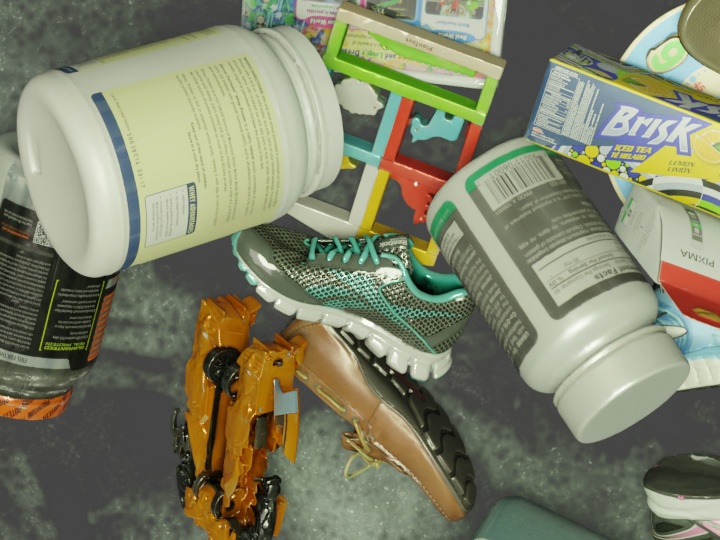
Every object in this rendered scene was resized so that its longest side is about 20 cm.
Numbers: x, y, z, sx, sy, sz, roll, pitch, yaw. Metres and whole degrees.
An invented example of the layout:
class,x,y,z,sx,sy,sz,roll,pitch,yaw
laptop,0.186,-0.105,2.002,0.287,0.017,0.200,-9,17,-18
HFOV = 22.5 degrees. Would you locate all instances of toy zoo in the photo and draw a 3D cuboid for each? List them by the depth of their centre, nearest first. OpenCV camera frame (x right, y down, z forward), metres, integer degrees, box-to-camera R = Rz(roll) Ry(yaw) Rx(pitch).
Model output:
class,x,y,z,sx,sy,sz,roll,pitch,yaw
toy zoo,0.017,-0.087,1.360,0.130,0.020,0.202,20,117,3

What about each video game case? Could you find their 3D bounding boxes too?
class,x,y,z,sx,sy,sz,roll,pitch,yaw
video game case,0.013,-0.235,1.333,0.198,0.024,0.184,7,107,8

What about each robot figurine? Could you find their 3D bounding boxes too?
class,x,y,z,sx,sy,sz,roll,pitch,yaw
robot figurine,-0.093,0.129,1.409,0.145,0.058,0.202,37,128,46

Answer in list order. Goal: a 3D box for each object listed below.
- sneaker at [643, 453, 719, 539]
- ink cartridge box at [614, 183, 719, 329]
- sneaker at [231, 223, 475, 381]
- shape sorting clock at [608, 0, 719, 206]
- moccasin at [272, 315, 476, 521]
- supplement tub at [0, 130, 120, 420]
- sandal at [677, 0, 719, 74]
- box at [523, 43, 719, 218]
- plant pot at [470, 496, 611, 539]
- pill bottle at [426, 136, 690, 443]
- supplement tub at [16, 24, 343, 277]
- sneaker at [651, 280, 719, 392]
class,x,y,z,sx,sy,sz,roll,pitch,yaw
sneaker,0.314,0.193,1.372,0.198,0.080,0.087,5,118,18
ink cartridge box,0.269,0.006,1.219,0.159,0.200,0.051,19,103,-10
sneaker,0.000,0.000,1.355,0.199,0.078,0.091,26,120,-17
shape sorting clock,0.272,-0.100,1.310,0.198,0.039,0.202,3,105,10
moccasin,0.011,0.116,1.401,0.201,0.074,0.078,45,111,-2
supplement tub,-0.248,0.004,1.396,0.121,0.123,0.202,19,107,5
sandal,0.316,-0.146,1.245,0.199,0.054,0.081,25,104,3
box,0.222,-0.091,1.271,0.199,0.070,0.065,24,113,15
plant pot,0.144,0.283,1.354,0.195,0.200,0.197,25,107,4
pill bottle,0.140,0.014,1.289,0.113,0.113,0.201,-39,67,18
supplement tub,-0.126,-0.090,1.280,0.199,0.145,0.147,-19,104,-27
sneaker,0.220,0.048,1.355,0.198,0.078,0.091,-8,85,10
